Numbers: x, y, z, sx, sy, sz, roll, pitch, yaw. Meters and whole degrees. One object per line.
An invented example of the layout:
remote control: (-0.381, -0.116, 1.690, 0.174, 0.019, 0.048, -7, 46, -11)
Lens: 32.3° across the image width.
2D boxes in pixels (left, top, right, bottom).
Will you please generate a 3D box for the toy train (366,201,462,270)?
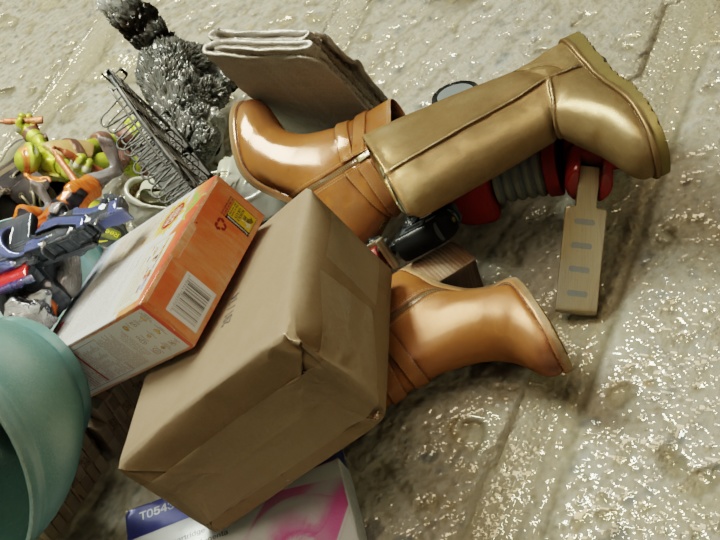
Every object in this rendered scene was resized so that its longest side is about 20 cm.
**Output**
toy train: (0.000, 0.000, 1.059, 0.199, 0.034, 0.046, -29, 16, 23)

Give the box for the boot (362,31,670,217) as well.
boot: (0.121, -0.092, 0.982, 0.198, 0.066, 0.176, -27, 43, -3)

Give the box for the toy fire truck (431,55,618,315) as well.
toy fire truck: (0.144, -0.067, 1.052, 0.174, 0.130, 0.201, -9, 36, 17)

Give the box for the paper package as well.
paper package: (-0.075, 0.067, 0.947, 0.190, 0.103, 0.201, -37, 25, 24)

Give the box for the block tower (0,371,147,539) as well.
block tower: (-0.237, 0.136, 1.064, 0.054, 0.058, 0.201, 13, 54, 33)

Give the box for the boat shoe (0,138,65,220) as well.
boat shoe: (-0.350, -0.078, 1.288, 0.072, 0.075, 0.201, -1, 38, 14)

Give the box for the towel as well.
towel: (-0.047, -0.168, 1.164, 0.131, 0.200, 0.035, 8, 71, 29)

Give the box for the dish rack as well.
dish rack: (-0.167, -0.089, 1.093, 0.054, 0.200, 0.154, -40, 74, 1)

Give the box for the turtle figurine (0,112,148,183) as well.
turtle figurine: (-0.283, -0.112, 1.263, 0.160, 0.065, 0.199, -9, 26, -39)

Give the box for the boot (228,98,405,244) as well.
boot: (-0.027, -0.108, 1.119, 0.154, 0.073, 0.201, -40, 69, 29)

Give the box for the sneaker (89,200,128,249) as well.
sneaker: (-0.311, 0.004, 1.206, 0.199, 0.075, 0.085, -32, 45, -7)

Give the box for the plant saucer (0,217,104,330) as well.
plant saucer: (-0.311, 0.048, 1.151, 0.198, 0.027, 0.203, -3, 72, 9)

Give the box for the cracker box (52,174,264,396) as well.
cracker box: (-0.174, 0.019, 1.002, 0.199, 0.058, 0.135, -24, 33, 49)

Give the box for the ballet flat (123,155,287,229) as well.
ballet flat: (-0.144, -0.078, 1.215, 0.198, 0.070, 0.070, -8, 46, 17)

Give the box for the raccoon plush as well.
raccoon plush: (-0.212, -0.184, 1.271, 0.097, 0.199, 0.135, -49, 15, 30)

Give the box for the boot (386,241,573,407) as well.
boot: (0.060, 0.062, 0.980, 0.155, 0.077, 0.200, -36, 42, -12)

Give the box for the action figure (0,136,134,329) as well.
action figure: (-0.249, -0.022, 1.064, 0.198, 0.105, 0.195, -12, 44, 27)

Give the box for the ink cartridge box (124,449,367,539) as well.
ink cartridge box: (-0.091, 0.219, 0.931, 0.194, 0.043, 0.201, -22, 45, 4)

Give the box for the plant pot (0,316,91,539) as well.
plant pot: (-0.291, 0.114, 0.950, 0.198, 0.203, 0.134, 1, 23, 25)
